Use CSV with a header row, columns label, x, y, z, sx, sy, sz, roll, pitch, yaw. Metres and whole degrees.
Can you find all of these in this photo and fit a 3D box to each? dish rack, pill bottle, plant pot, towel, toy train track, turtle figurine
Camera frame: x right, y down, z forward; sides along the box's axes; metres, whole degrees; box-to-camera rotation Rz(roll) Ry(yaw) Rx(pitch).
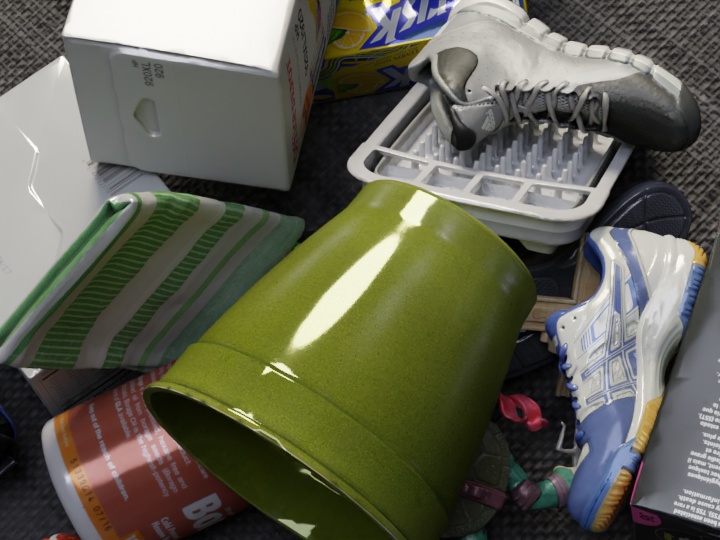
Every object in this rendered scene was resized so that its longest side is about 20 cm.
label,x,y,z,sx,sy,sz,roll,pitch,yaw
dish rack,0.096,-0.072,1.358,0.172,0.044,0.200,11,30,16
pill bottle,-0.103,0.111,1.331,0.200,0.112,0.112,-25,65,0
plant pot,0.006,0.056,1.207,0.200,0.200,0.193,29,71,21
towel,-0.135,0.013,1.290,0.153,0.200,0.023,-49,63,17
toy train track,0.111,0.031,1.314,0.200,0.033,0.115,5,103,-10
turtle figurine,0.065,0.143,1.295,0.150,0.101,0.200,14,80,28

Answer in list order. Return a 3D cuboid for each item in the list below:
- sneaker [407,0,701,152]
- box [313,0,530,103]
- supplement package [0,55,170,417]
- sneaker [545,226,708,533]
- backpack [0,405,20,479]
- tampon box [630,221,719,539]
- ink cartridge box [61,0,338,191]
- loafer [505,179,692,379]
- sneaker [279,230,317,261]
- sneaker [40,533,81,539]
label,x,y,z,sx,sy,sz,roll,pitch,yaw
sneaker,0.118,-0.105,1.322,0.200,0.075,0.115,27,53,28
box,0.024,-0.174,1.449,0.200,0.070,0.064,-10,67,7
supplement package,-0.208,-0.019,1.404,0.156,0.111,0.200,-35,66,-9
sneaker,0.154,0.067,1.266,0.088,0.075,0.200,17,71,8
backpack,-0.363,0.099,1.340,0.183,0.200,0.147,-46,47,-8
tampon box,0.258,0.093,1.245,0.126,0.150,0.200,16,71,16
ink cartridge box,-0.099,-0.180,1.338,0.145,0.147,0.200,9,61,7
loafer,0.136,0.006,1.364,0.200,0.063,0.072,-36,108,-1
sneaker,0.000,0.000,1.387,0.200,0.084,0.077,0,106,25
sneaker,-0.184,0.275,1.313,0.077,0.073,0.200,-34,61,24
